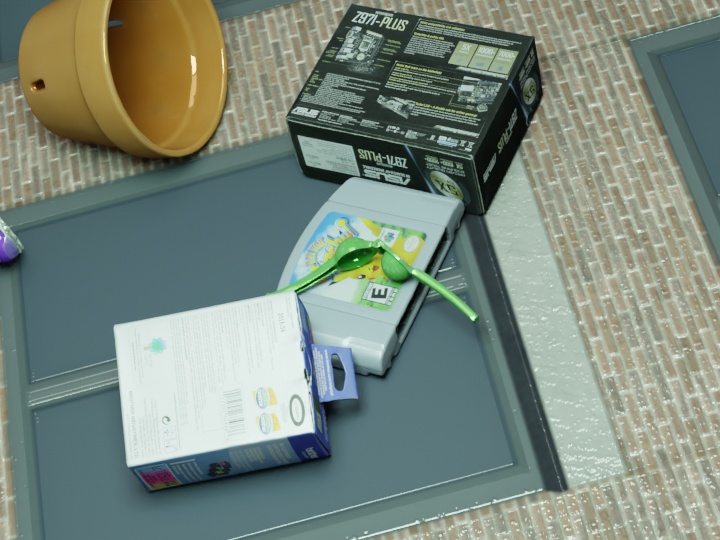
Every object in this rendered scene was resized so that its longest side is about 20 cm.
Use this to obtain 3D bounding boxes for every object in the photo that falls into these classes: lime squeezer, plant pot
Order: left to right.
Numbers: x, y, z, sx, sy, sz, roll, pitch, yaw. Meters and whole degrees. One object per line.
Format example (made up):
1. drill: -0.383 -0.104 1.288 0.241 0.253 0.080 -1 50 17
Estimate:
1. plant pot: -0.245 -0.208 1.846 0.140 0.200 0.201 -3 50 31
2. lime squeezer: 0.013 0.004 1.660 0.199 0.038 0.071 5 54 16

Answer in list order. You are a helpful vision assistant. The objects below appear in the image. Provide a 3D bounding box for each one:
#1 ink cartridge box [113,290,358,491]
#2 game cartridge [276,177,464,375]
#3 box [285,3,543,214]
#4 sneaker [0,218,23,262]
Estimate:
1. ink cartridge box: -0.105 0.103 1.610 0.199 0.076 0.137 -12 66 7
2. game cartridge: 0.000 0.000 1.712 0.133 0.041 0.200 11 55 25
3. box: 0.054 -0.159 1.790 0.199 0.086 0.164 13 57 22
4. sneaker: -0.423 -0.030 1.823 0.200 0.070 0.100 22 67 32
